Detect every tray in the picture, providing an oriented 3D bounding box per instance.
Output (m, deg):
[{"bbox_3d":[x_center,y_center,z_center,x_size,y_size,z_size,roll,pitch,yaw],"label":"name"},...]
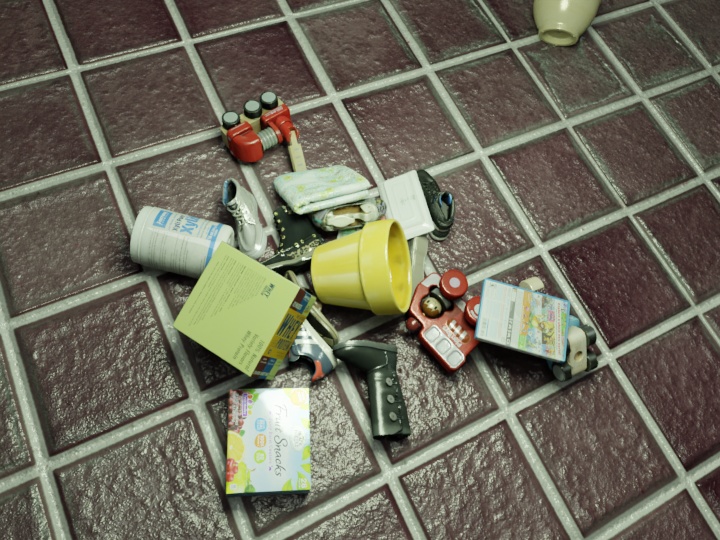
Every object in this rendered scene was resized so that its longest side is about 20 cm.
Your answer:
[{"bbox_3d":[0.107,-0.164,1.517,0.106,0.022,0.202,-18,55,7],"label":"tray"}]

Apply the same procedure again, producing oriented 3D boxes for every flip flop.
[{"bbox_3d":[-0.108,0.085,1.379,0.057,0.081,0.200,-31,74,-39],"label":"flip flop"}]

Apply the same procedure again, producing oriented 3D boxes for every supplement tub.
[{"bbox_3d":[-0.389,-0.057,1.361,0.197,0.132,0.134,14,63,-4],"label":"supplement tub"}]

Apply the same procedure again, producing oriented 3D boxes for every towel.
[{"bbox_3d":[-0.093,-0.200,1.475,0.197,0.049,0.171,-17,30,-19],"label":"towel"}]

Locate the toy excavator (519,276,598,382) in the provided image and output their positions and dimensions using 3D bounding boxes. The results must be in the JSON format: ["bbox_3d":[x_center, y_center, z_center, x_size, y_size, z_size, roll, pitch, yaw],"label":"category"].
[{"bbox_3d":[0.445,0.133,1.442,0.098,0.200,0.198,-18,113,-18],"label":"toy excavator"}]

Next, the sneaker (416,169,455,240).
[{"bbox_3d":[0.190,-0.188,1.535,0.072,0.112,0.203,-11,67,-15],"label":"sneaker"}]

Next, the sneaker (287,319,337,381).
[{"bbox_3d":[-0.142,0.154,1.336,0.200,0.075,0.084,45,61,12],"label":"sneaker"}]

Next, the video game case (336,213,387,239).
[{"bbox_3d":[0.012,-0.067,1.500,0.141,0.018,0.203,13,64,-4],"label":"video game case"}]

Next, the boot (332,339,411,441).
[{"bbox_3d":[0.023,0.255,1.305,0.162,0.066,0.203,8,64,-29],"label":"boot"}]

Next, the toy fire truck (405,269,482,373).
[{"bbox_3d":[0.192,0.108,1.396,0.167,0.113,0.200,-38,75,-23],"label":"toy fire truck"}]

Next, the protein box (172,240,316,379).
[{"bbox_3d":[-0.233,0.085,1.270,0.198,0.135,0.201,28,85,15],"label":"protein box"}]

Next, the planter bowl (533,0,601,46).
[{"bbox_3d":[0.606,-0.762,1.851,0.197,0.200,0.137,15,90,-3],"label":"planter bowl"}]

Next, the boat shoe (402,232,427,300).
[{"bbox_3d":[0.115,0.003,1.472,0.066,0.057,0.203,31,61,-35],"label":"boat shoe"}]

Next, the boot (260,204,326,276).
[{"bbox_3d":[-0.183,-0.064,1.436,0.201,0.074,0.155,-20,67,-24],"label":"boot"}]

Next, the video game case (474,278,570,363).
[{"bbox_3d":[0.355,0.108,1.346,0.197,0.018,0.145,15,63,0],"label":"video game case"}]

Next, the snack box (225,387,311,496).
[{"bbox_3d":[-0.184,0.344,1.244,0.165,0.068,0.203,1,66,-9],"label":"snack box"}]

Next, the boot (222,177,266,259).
[{"bbox_3d":[-0.274,-0.120,1.404,0.073,0.096,0.202,-30,50,10],"label":"boot"}]

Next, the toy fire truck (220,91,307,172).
[{"bbox_3d":[-0.225,-0.313,1.531,0.175,0.129,0.200,-34,64,-22],"label":"toy fire truck"}]

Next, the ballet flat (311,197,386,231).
[{"bbox_3d":[-0.014,-0.127,1.462,0.197,0.072,0.073,-11,67,-24],"label":"ballet flat"}]

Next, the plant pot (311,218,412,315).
[{"bbox_3d":[0.000,0.000,1.350,0.186,0.201,0.204,-6,63,18],"label":"plant pot"}]
